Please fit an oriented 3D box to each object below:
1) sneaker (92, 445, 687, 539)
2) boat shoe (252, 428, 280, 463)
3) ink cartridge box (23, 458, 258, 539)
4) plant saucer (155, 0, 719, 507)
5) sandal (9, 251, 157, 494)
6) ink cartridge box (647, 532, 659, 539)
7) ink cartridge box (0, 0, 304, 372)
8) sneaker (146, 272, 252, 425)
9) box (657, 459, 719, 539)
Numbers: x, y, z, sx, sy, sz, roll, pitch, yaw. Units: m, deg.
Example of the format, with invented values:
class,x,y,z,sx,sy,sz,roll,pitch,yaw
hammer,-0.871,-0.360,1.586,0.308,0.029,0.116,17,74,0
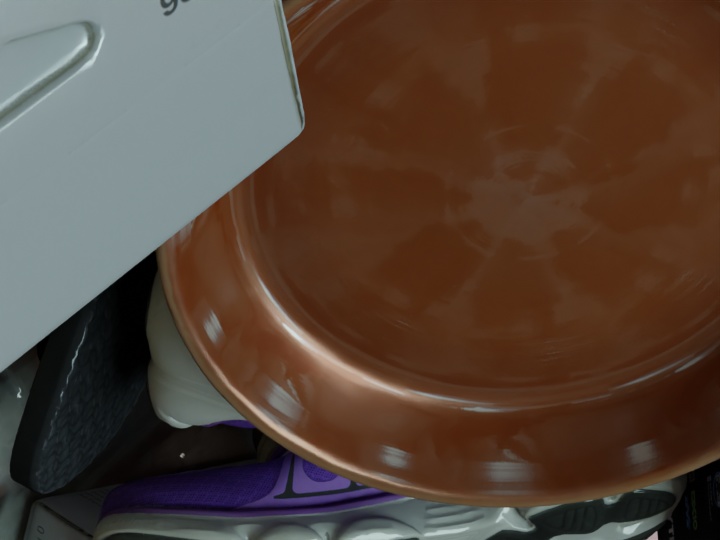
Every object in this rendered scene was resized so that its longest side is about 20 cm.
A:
class,x,y,z,sx,sy,sz,roll,pitch,yaw
sneaker,0.006,0.069,0.824,0.199,0.084,0.081,-9,148,-14
boat shoe,0.034,0.016,0.917,0.200,0.072,0.072,-28,153,-25
ink cartridge box,-0.060,0.167,0.919,0.200,0.043,0.197,-5,116,-49
plant saucer,0.045,-0.017,0.656,0.032,0.199,0.201,-93,-178,-50
sandal,-0.079,-0.031,0.762,0.075,0.045,0.201,1,103,-76
ink cartridge box,0.070,0.128,0.960,0.146,0.084,0.200,-60,162,19
ink cartridge box,-0.134,-0.056,0.537,0.145,0.200,0.084,-40,138,-28
sneaker,0.000,0.000,0.804,0.200,0.083,0.081,-56,157,-55
box,0.139,-0.009,0.791,0.199,0.049,0.201,130,-41,-72
